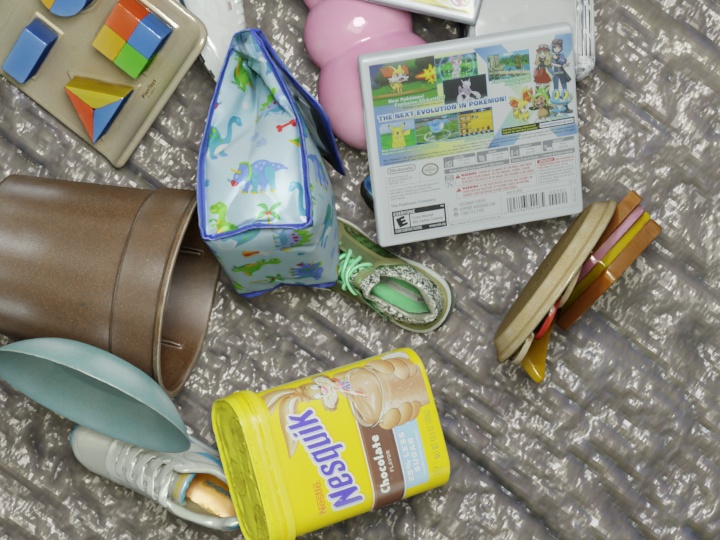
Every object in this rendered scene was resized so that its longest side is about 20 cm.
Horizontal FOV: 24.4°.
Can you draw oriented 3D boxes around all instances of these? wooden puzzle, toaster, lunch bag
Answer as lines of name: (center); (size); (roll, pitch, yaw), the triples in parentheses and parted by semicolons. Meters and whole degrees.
wooden puzzle: (-0.266, -0.217, 1.580); (0.200, 0.046, 0.185); (40, 122, 0)
toaster: (0.151, -0.245, 1.577); (0.128, 0.114, 0.202); (-3, 90, -1)
lunch bag: (-0.082, -0.098, 1.531); (0.126, 0.170, 0.202); (-8, 69, 4)

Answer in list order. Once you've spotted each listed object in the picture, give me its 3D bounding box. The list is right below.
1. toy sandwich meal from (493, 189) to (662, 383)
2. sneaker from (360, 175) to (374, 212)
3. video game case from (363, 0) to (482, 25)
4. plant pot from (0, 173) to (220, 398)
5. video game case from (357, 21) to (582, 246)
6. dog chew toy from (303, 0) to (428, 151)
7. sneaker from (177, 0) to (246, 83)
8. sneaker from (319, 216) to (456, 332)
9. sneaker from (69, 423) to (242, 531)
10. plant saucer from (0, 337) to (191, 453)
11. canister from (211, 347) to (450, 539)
toy sandwich meal: (0.201, 0.017, 1.559); (0.070, 0.205, 0.206); (36, 93, 1)
sneaker: (0.095, -0.097, 1.614); (0.198, 0.078, 0.091); (-8, 84, -8)
video game case: (0.032, -0.335, 1.524); (0.198, 0.023, 0.184); (14, 88, 10)
plant pot: (-0.250, 0.003, 1.566); (0.197, 0.200, 0.202); (11, 94, 7)
video game case: (0.104, -0.124, 1.533); (0.198, 0.022, 0.184); (-10, 113, -7)
dog chew toy: (0.003, -0.218, 1.581); (0.124, 0.125, 0.201); (-21, 85, 2)
sneaker: (-0.142, -0.254, 1.604); (0.080, 0.076, 0.201); (-29, 94, -7)
sneaker: (0.000, 0.000, 1.605); (0.199, 0.089, 0.077); (22, 94, 0)
sneaker: (-0.190, 0.192, 1.624); (0.199, 0.081, 0.077); (21, 95, 1)
plant saucer: (-0.238, 0.104, 1.502); (0.200, 0.201, 0.039); (24, 69, 0)
canister: (-0.025, 0.166, 1.581); (0.199, 0.086, 0.150); (-16, 91, -25)
